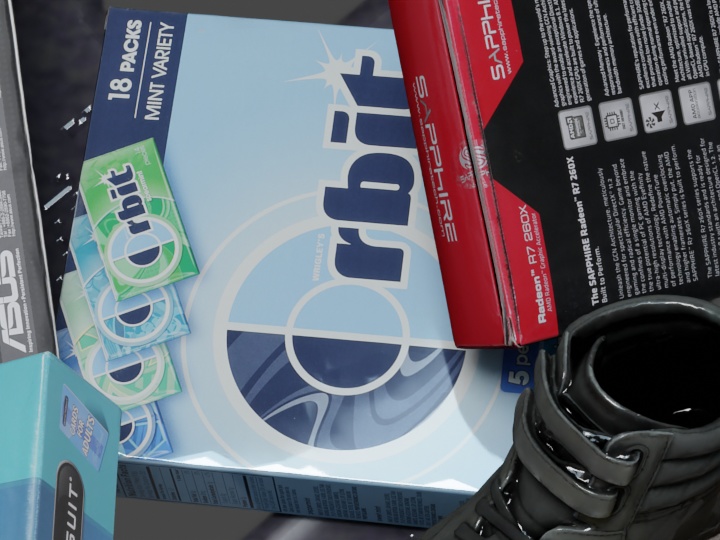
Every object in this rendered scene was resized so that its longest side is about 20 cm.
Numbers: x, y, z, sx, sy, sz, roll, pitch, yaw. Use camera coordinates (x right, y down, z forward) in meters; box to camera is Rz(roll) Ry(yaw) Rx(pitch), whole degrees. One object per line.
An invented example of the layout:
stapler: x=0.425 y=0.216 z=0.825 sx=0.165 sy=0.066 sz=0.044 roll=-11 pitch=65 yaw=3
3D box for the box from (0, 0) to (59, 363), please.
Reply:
box: x=-0.190 y=-0.054 z=0.943 sx=0.159 sy=0.044 sz=0.201 roll=-9 pitch=91 yaw=-18

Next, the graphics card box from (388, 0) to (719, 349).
graphics card box: x=0.112 y=-0.054 z=0.957 sx=0.199 sy=0.051 sz=0.126 roll=-13 pitch=93 yaw=-25

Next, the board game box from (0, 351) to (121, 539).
board game box: x=-0.173 y=0.120 z=0.900 sx=0.199 sy=0.047 sz=0.152 roll=-15 pitch=56 yaw=23

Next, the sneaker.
sneaker: x=0.047 y=0.076 z=0.883 sx=0.200 sy=0.099 sz=0.071 roll=-35 pitch=58 yaw=-13

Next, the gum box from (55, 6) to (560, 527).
gum box: x=0.000 y=0.000 z=1.004 sx=0.199 sy=0.045 sz=0.171 roll=5 pitch=66 yaw=5
